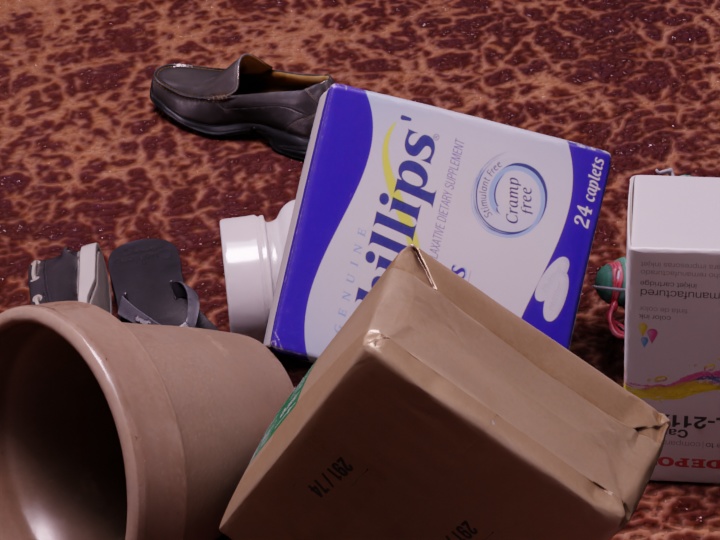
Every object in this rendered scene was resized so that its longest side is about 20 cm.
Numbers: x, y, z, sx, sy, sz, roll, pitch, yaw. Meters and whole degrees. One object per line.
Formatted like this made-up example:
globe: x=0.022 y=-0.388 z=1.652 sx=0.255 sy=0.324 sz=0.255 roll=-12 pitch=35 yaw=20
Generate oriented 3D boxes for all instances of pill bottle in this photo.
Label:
pill bottle: x=0.000 y=0.000 z=1.515 sx=0.198 sy=0.115 sz=0.114 roll=-6 pitch=35 yaw=-4

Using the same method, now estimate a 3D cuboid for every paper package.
paper package: x=0.045 y=0.118 z=1.227 sx=0.190 sy=0.200 sz=0.104 roll=35 pitch=41 yaw=-2

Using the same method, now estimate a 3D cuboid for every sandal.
sandal: x=-0.151 y=0.030 z=1.549 sx=0.076 sy=0.043 sz=0.200 roll=-15 pitch=37 yaw=-15

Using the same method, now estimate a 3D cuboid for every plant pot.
plant pot: x=-0.137 y=0.108 z=1.335 sx=0.174 sy=0.202 sz=0.200 roll=-13 pitch=32 yaw=-43

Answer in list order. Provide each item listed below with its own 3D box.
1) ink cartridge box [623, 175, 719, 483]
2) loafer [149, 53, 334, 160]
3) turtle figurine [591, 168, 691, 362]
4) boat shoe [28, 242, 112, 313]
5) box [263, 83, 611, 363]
ink cartridge box: x=0.246 y=0.043 z=1.361 sx=0.145 sy=0.201 sz=0.083 roll=2 pitch=38 yaw=8
loafer: x=-0.095 y=-0.155 z=1.780 sx=0.199 sy=0.073 sz=0.073 roll=14 pitch=40 yaw=24
turtle figurine: x=0.245 y=0.002 z=1.506 sx=0.198 sy=0.101 sz=0.150 roll=5 pitch=48 yaw=-14
boat shoe: x=-0.215 y=0.054 z=1.496 sx=0.060 sy=0.074 sz=0.201 roll=-11 pitch=41 yaw=4
box: x=0.050 y=-0.011 z=1.410 sx=0.199 sy=0.185 sz=0.105 roll=13 pitch=-2 yaw=-4
